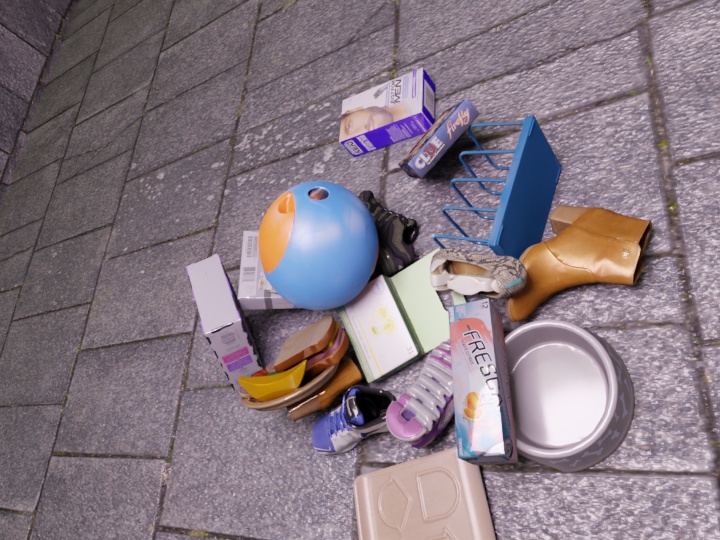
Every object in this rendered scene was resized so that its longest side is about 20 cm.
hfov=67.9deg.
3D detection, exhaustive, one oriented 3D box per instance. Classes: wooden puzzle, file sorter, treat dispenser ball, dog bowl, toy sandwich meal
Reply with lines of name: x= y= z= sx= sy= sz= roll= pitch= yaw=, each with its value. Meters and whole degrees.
wooden puzzle: x=0.092 y=0.367 z=0.753 sx=0.196 sy=0.046 sz=0.190 roll=-22 pitch=57 yaw=21
file sorter: x=0.211 y=-0.108 z=0.831 sx=0.120 sy=0.138 sz=0.205 roll=9 pitch=73 yaw=42
treat dispenser ball: x=-0.067 y=-0.040 z=0.865 sx=0.196 sy=0.200 sz=0.207 roll=-16 pitch=60 yaw=29
dog bowl: x=0.256 y=0.160 z=0.719 sx=0.196 sy=0.058 sz=0.206 roll=-16 pitch=61 yaw=30
toy sandwich meal: x=-0.113 y=0.148 z=0.869 sx=0.200 sy=0.072 sz=0.206 roll=-23 pitch=13 yaw=5

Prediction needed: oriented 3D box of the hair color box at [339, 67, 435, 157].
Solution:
hair color box: x=0.053 y=-0.320 z=1.095 sx=0.196 sy=0.064 sz=0.113 roll=-13 pitch=62 yaw=33

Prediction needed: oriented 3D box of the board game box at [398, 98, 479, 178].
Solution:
board game box: x=0.129 y=-0.224 z=0.930 sx=0.136 sy=0.034 sz=0.200 roll=-48 pitch=8 yaw=7

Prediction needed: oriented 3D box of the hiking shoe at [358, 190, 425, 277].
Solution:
hiking shoe: x=0.052 y=-0.074 z=0.980 sx=0.098 sy=0.077 sz=0.204 roll=-14 pitch=52 yaw=-5

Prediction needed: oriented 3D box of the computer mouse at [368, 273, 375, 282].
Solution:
computer mouse: x=0.000 y=0.000 z=1.006 sx=0.057 sy=0.034 sz=0.204 roll=-22 pitch=50 yaw=15

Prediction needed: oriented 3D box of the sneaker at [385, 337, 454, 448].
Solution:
sneaker: x=0.122 y=0.184 z=0.798 sx=0.199 sy=0.090 sz=0.080 roll=-43 pitch=47 yaw=-18

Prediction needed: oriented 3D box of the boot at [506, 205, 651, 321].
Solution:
boot: x=0.302 y=0.000 z=0.739 sx=0.142 sy=0.071 sz=0.204 roll=22 pitch=76 yaw=44

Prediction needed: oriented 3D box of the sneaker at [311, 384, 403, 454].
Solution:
sneaker: x=-0.009 y=0.225 z=0.844 sx=0.195 sy=0.115 sz=0.083 roll=-23 pitch=55 yaw=25

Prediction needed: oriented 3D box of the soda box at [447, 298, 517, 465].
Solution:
soda box: x=0.160 y=0.146 z=0.710 sx=0.062 sy=0.068 sz=0.206 roll=-14 pitch=60 yaw=26

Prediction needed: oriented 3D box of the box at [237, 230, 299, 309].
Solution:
box: x=-0.127 y=-0.006 z=1.013 sx=0.193 sy=0.042 sz=0.160 roll=-3 pitch=56 yaw=-4

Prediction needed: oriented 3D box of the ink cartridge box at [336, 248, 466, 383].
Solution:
ink cartridge box: x=0.071 y=0.072 z=0.879 sx=0.197 sy=0.048 sz=0.149 roll=-33 pitch=70 yaw=20

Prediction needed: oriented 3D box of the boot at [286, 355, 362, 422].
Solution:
boot: x=-0.072 y=0.194 z=0.937 sx=0.141 sy=0.072 sz=0.201 roll=-27 pitch=9 yaw=-14

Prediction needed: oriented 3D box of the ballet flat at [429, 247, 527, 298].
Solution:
ballet flat: x=0.146 y=0.007 z=0.773 sx=0.074 sy=0.070 sz=0.198 roll=-24 pitch=16 yaw=-28

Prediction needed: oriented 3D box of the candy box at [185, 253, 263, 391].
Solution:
candy box: x=-0.255 y=0.103 z=1.025 sx=0.070 sy=0.203 sz=0.170 roll=-21 pitch=50 yaw=-11
